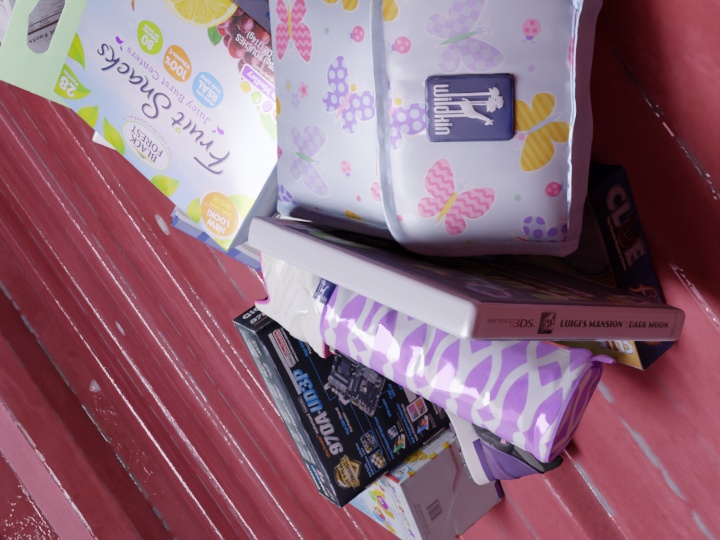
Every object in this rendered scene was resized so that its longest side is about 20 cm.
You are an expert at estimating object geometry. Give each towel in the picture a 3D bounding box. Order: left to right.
[{"bbox_3d":[-0.123,-0.048,1.090,0.147,0.024,0.200,29,161,-12],"label":"towel"}]

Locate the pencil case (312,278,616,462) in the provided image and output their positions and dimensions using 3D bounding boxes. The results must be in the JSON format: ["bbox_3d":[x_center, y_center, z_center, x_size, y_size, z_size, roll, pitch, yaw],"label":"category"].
[{"bbox_3d":[0.068,0.054,0.718,0.200,0.086,0.084,28,-178,19],"label":"pencil case"}]

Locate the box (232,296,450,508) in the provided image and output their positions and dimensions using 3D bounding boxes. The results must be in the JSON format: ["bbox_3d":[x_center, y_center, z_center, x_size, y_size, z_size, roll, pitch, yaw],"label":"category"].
[{"bbox_3d":[-0.003,0.089,0.936,0.046,0.159,0.200,17,136,57],"label":"box"}]

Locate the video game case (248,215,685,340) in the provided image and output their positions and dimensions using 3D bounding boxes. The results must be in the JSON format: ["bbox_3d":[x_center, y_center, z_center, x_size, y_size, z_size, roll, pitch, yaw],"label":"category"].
[{"bbox_3d":[0.060,0.003,0.619,0.200,0.182,0.023,23,105,48],"label":"video game case"}]

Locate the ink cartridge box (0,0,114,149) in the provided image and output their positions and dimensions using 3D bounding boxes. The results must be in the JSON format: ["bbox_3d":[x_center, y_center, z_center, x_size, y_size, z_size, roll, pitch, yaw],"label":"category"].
[{"bbox_3d":[-0.207,-0.180,0.901,0.146,0.200,0.048,-58,24,29],"label":"ink cartridge box"}]

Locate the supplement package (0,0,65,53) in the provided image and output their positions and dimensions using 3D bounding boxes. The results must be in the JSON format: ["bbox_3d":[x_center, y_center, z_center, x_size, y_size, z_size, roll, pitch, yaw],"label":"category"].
[{"bbox_3d":[-0.321,-0.316,1.020,0.200,0.156,0.111,41,151,31],"label":"supplement package"}]

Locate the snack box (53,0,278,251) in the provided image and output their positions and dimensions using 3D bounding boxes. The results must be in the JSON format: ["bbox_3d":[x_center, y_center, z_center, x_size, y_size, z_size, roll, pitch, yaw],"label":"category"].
[{"bbox_3d":[-0.119,-0.143,0.774,0.200,0.068,0.169,43,125,12],"label":"snack box"}]

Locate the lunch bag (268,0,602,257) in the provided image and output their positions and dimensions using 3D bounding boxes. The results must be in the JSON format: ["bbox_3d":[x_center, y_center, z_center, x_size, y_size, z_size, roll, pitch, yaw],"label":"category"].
[{"bbox_3d":[0.042,-0.105,0.599,0.200,0.127,0.170,17,115,41],"label":"lunch bag"}]

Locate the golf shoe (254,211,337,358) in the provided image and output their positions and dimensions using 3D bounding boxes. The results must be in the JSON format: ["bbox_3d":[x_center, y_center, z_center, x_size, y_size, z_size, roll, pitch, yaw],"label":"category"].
[{"bbox_3d":[-0.040,-0.029,0.771,0.091,0.075,0.200,23,124,24],"label":"golf shoe"}]

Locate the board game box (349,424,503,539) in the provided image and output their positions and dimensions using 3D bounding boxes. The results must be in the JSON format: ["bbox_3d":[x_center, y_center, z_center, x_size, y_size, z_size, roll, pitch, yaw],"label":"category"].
[{"bbox_3d":[0.033,0.189,1.063,0.200,0.103,0.105,21,139,52],"label":"board game box"}]

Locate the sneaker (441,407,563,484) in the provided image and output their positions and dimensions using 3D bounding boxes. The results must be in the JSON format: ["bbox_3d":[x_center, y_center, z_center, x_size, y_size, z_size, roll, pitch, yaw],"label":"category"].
[{"bbox_3d":[0.111,0.091,0.832,0.088,0.076,0.200,-9,130,22],"label":"sneaker"}]

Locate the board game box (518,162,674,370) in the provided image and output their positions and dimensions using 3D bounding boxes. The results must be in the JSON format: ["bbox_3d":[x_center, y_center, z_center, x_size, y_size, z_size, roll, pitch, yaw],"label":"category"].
[{"bbox_3d":[0.118,-0.015,0.729,0.200,0.035,0.136,17,135,55],"label":"board game box"}]
